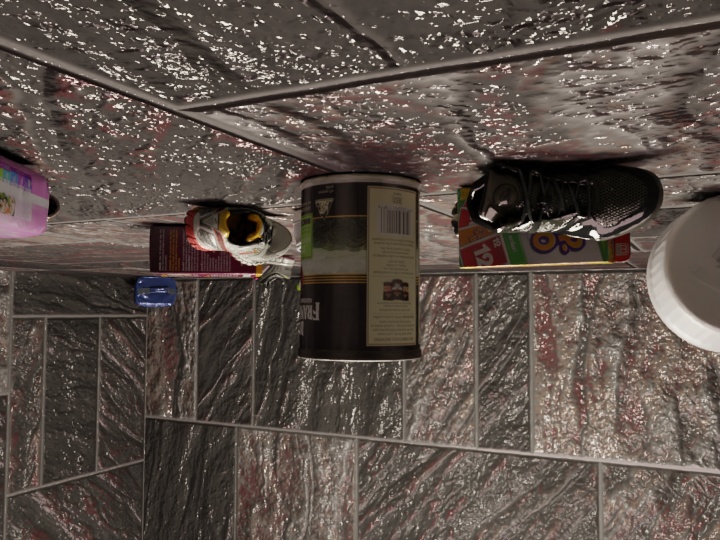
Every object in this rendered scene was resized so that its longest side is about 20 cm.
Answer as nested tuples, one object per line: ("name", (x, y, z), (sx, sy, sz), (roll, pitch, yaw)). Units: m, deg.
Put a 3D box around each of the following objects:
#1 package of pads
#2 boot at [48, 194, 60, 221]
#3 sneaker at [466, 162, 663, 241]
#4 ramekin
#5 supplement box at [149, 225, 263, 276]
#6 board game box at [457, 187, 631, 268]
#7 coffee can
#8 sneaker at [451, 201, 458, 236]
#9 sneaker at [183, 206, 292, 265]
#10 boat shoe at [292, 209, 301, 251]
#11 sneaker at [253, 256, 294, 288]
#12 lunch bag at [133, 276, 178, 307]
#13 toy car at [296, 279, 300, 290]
("package of pads", (-0.384, -0.075, 0.641), (0.118, 0.077, 0.200), (-1, 177, -2))
("boot", (-0.453, -0.078, 0.788), (0.144, 0.071, 0.199), (-9, 174, 29))
("sneaker", (0.194, -0.069, 0.706), (0.197, 0.078, 0.114), (5, -174, 36))
("ramekin", (0.474, 0.000, 0.888), (0.197, 0.204, 0.098), (-1, 169, 17))
("supplement box", (-0.279, -0.033, 1.277), (0.197, 0.087, 0.110), (1, 177, -11))
("board game box", (0.201, -0.054, 0.788), (0.198, 0.097, 0.030), (-2, 178, 36))
("coffee can", (0.000, 0.000, 0.819), (0.144, 0.204, 0.146), (0, 176, 0))
("sneaker", (0.211, -0.071, 0.855), (0.198, 0.078, 0.085), (6, -168, 33))
("sneaker", (-0.166, -0.051, 1.043), (0.081, 0.079, 0.199), (-3, 176, 33))
("boat shoe", (-0.033, -0.057, 0.986), (0.071, 0.070, 0.198), (3, 176, -44))
("sneaker", (-0.280, 0.005, 1.927), (0.196, 0.089, 0.074), (0, 177, 2))
("lunch bag", (-0.938, 0.100, 3.210), (0.197, 0.138, 0.132), (1, 177, -23))
("toy car", (-0.167, 0.095, 2.896), (0.196, 0.153, 0.175), (0, 174, 1))
